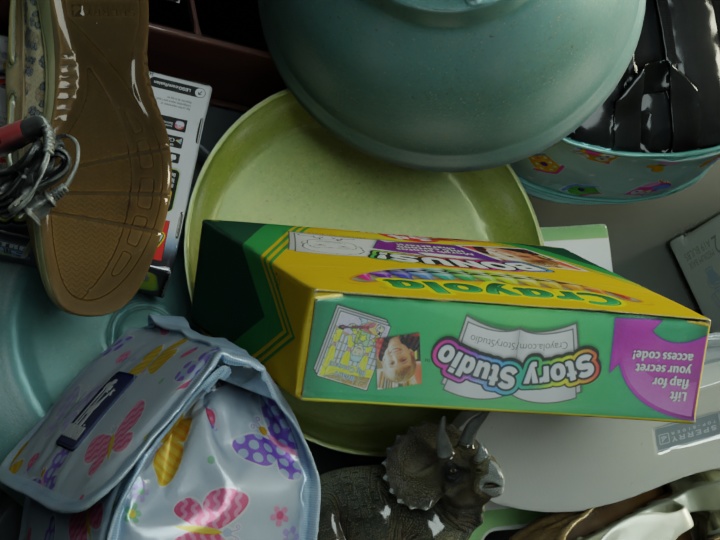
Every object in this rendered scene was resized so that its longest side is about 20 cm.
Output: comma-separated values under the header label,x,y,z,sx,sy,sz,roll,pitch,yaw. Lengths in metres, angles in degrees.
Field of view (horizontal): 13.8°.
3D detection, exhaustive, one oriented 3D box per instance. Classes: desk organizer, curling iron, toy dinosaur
label,x,y,z,sx,sy,sz,roll,pitch,yaw
desk organizer,-0.123,-0.144,1.541,0.200,0.077,0.072,12,71,-20
curling iron,-0.222,-0.032,1.419,0.026,0.200,0.050,39,44,-53
toy dinosaur,0.004,0.135,1.485,0.077,0.200,0.102,-30,97,-63

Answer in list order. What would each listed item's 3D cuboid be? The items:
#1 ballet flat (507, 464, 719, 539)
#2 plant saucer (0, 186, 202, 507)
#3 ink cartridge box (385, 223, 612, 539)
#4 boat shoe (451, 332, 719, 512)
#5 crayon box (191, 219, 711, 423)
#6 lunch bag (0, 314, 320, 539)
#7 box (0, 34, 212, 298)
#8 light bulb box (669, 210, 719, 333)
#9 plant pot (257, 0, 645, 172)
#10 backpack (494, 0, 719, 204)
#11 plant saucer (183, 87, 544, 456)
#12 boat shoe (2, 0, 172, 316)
label,x,y,z,sx,sy,sz,roll,pitch,yaw
ballet flat,0.156,0.126,1.535,0.200,0.072,0.068,-23,93,-33
plant saucer,-0.114,0.039,1.517,0.200,0.036,0.200,6,73,-21
ink cartridge box,0.075,0.078,1.580,0.146,0.048,0.200,-3,80,-23
boat shoe,0.137,0.069,1.523,0.200,0.069,0.072,-16,112,-7
crayon box,0.039,0.023,1.423,0.200,0.173,0.058,4,99,-21
lunch bag,-0.099,0.126,1.399,0.127,0.170,0.200,9,93,-21
box,-0.183,-0.063,1.490,0.200,0.035,0.110,14,65,-6
light bulb box,0.313,-0.022,1.625,0.200,0.198,0.125,-21,82,-28
plant pot,0.044,-0.161,1.460,0.200,0.134,0.200,-1,77,2
backpack,0.127,-0.132,1.601,0.176,0.153,0.200,-2,65,-23
plant saucer,0.000,0.000,1.529,0.200,0.031,0.200,6,74,-20
boat shoe,-0.138,-0.075,1.450,0.073,0.063,0.200,6,81,-34
